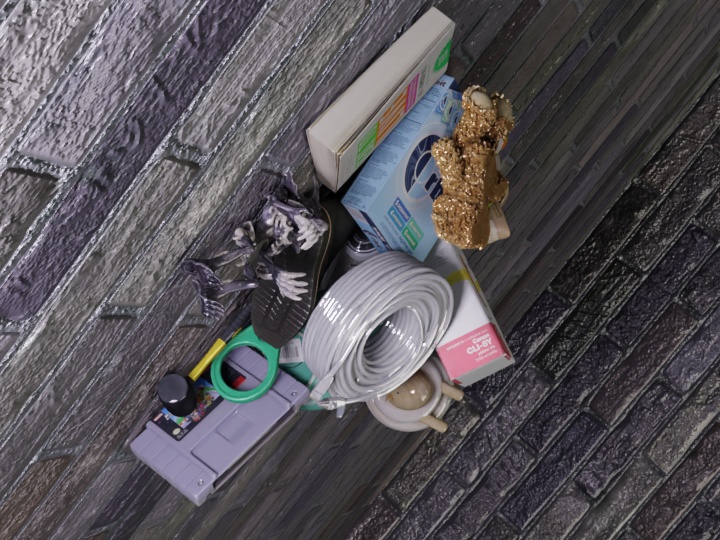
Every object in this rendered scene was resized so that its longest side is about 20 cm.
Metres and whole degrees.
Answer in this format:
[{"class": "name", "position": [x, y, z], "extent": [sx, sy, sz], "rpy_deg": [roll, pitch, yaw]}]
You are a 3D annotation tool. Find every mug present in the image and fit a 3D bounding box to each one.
[{"class": "mug", "position": [-0.069, 0.120, 1.630], "extent": [0.114, 0.152, 0.185], "rpy_deg": [-15, 140, -57]}]

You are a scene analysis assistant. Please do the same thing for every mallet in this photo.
[{"class": "mallet", "position": [-0.174, 0.089, 1.492], "extent": [0.200, 0.041, 0.066], "rpy_deg": [-53, 164, -8]}]

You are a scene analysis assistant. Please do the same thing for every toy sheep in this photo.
[{"class": "toy sheep", "position": [0.069, 0.162, 1.706], "extent": [0.138, 0.138, 0.200], "rpy_deg": [-49, 179, -5]}]

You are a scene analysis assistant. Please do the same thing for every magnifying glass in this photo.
[{"class": "magnifying glass", "position": [-0.115, 0.076, 1.544], "extent": [0.200, 0.080, 0.022], "rpy_deg": [-58, 164, -13]}]

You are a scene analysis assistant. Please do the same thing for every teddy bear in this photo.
[{"class": "teddy bear", "position": [0.134, -0.128, 1.507], "extent": [0.145, 0.067, 0.200], "rpy_deg": [-22, 121, -54]}]

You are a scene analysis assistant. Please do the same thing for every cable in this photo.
[{"class": "cable", "position": [0.022, 0.071, 1.505], "extent": [0.200, 0.069, 0.200], "rpy_deg": [4, 118, -49]}]

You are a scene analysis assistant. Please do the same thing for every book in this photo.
[{"class": "book", "position": [0.025, -0.188, 1.374], "extent": [0.200, 0.048, 0.134], "rpy_deg": [-49, 170, -12]}]

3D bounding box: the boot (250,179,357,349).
[{"class": "boot", "position": [-0.054, -0.008, 1.502], "extent": [0.138, 0.077, 0.200], "rpy_deg": [-37, 157, -56]}]

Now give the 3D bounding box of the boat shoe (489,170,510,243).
[{"class": "boat shoe", "position": [0.186, -0.113, 1.792], "extent": [0.071, 0.064, 0.200], "rpy_deg": [64, 19, -45]}]

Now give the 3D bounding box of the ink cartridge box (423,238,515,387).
[{"class": "ink cartridge box", "position": [0.124, 0.046, 1.648], "extent": [0.083, 0.200, 0.145], "rpy_deg": [-27, 167, 8]}]

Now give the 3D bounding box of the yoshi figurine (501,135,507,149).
[{"class": "yoshi figurine", "position": [0.120, -0.116, 1.696], "extent": [0.112, 0.112, 0.200], "rpy_deg": [-11, 139, -47]}]

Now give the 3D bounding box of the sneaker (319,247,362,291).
[{"class": "sneaker", "position": [0.000, 0.000, 1.679], "extent": [0.075, 0.082, 0.200], "rpy_deg": [-33, 158, -49]}]

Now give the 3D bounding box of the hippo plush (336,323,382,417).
[{"class": "hippo plush", "position": [0.005, 0.075, 1.811], "extent": [0.200, 0.159, 0.161], "rpy_deg": [-27, 140, -16]}]

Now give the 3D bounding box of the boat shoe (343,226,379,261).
[{"class": "boat shoe", "position": [0.046, -0.101, 1.586], "extent": [0.200, 0.072, 0.068], "rpy_deg": [-49, 167, -17]}]

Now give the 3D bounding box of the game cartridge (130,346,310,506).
[{"class": "game cartridge", "position": [-0.175, 0.186, 1.534], "extent": [0.200, 0.130, 0.038], "rpy_deg": [-43, 150, -26]}]

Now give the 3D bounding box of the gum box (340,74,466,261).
[{"class": "gum box", "position": [0.074, -0.117, 1.516], "extent": [0.200, 0.045, 0.170], "rpy_deg": [-57, 147, -12]}]

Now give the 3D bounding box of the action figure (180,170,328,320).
[{"class": "action figure", "position": [-0.091, -0.024, 1.315], "extent": [0.200, 0.102, 0.119], "rpy_deg": [-39, 148, -32]}]
